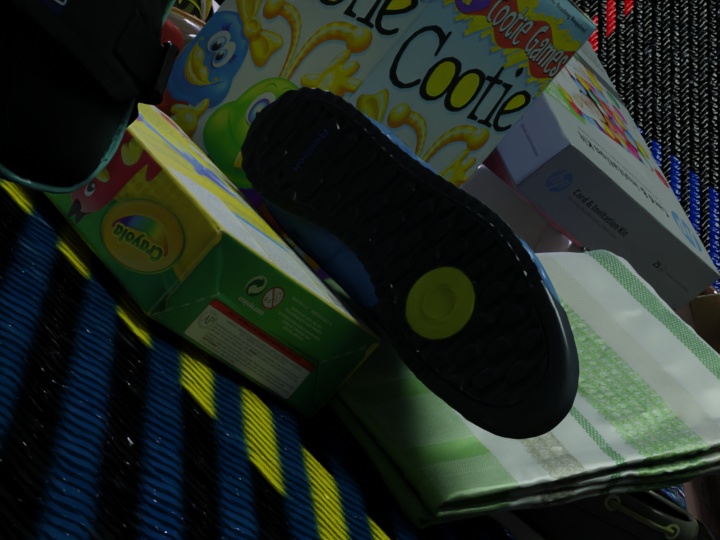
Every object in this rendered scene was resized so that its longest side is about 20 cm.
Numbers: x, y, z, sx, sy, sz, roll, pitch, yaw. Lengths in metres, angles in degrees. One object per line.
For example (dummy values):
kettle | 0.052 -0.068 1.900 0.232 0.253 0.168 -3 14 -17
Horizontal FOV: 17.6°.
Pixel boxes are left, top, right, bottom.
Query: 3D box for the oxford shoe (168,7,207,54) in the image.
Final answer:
oxford shoe | -0.097 -0.093 1.268 0.200 0.071 0.073 41 13 25

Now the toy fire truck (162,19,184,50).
toy fire truck | -0.182 -0.160 1.097 0.200 0.112 0.168 38 -13 -35

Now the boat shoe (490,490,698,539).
boat shoe | 0.060 0.074 1.032 0.202 0.060 0.072 40 5 -5

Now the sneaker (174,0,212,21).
sneaker | -0.120 -0.171 1.352 0.074 0.085 0.200 3 -27 7

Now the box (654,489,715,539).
box | 0.159 0.148 1.254 0.110 0.035 0.200 39 6 -11

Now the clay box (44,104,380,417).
clay box | -0.087 -0.032 0.938 0.200 0.048 0.115 45 5 40

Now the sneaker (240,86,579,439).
sneaker | 0.030 0.001 0.933 0.200 0.066 0.078 46 2 38

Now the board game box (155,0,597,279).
board game box | -0.008 -0.081 1.071 0.105 0.200 0.103 44 6 40

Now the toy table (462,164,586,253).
toy table | 0.091 0.045 1.198 0.184 0.117 0.200 38 5 -27

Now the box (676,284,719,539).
box | 0.206 0.100 1.382 0.163 0.021 0.201 -92 174 -83

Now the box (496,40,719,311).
box | 0.105 -0.087 1.251 0.156 0.041 0.200 36 24 -43

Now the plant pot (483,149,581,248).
plant pot | 0.043 -0.063 1.447 0.179 0.200 0.200 56 -3 -29

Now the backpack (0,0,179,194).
backpack | -0.152 -0.143 0.747 0.153 0.176 0.200 22 -8 43

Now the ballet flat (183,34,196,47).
ballet flat | -0.115 -0.103 1.201 0.200 0.070 0.067 42 6 14

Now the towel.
towel | 0.069 0.047 0.985 0.200 0.031 0.149 -6 38 -35
